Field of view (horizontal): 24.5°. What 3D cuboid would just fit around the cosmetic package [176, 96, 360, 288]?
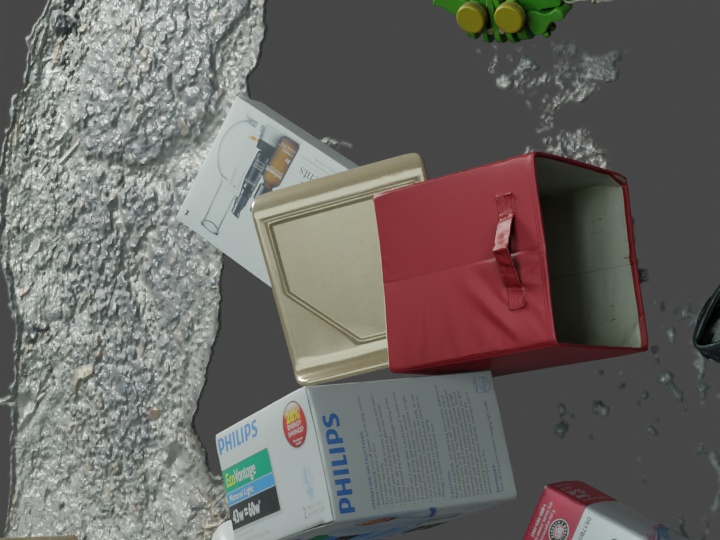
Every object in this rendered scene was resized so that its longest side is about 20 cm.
[{"bbox_3d":[-0.084,-0.070,1.745,0.200,0.052,0.151,34,105,29],"label":"cosmetic package"}]

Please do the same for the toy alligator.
[{"bbox_3d":[0.163,-0.247,1.614,0.199,0.059,0.054,5,129,31],"label":"toy alligator"}]

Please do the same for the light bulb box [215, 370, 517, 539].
[{"bbox_3d":[0.002,0.180,1.538,0.198,0.199,0.125,-33,65,55],"label":"light bulb box"}]

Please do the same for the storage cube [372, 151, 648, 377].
[{"bbox_3d":[0.135,0.001,1.519,0.179,0.200,0.172,-13,78,36],"label":"storage cube"}]

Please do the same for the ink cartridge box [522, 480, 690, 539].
[{"bbox_3d":[0.236,0.297,1.486,0.200,0.086,0.148,26,98,32],"label":"ink cartridge box"}]

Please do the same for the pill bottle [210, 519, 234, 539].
[{"bbox_3d":[-0.118,0.326,1.684,0.113,0.113,0.200,38,105,29],"label":"pill bottle"}]

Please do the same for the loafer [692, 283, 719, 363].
[{"bbox_3d":[0.365,0.001,1.447,0.068,0.070,0.201,46,108,26],"label":"loafer"}]

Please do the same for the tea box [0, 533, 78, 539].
[{"bbox_3d":[-0.354,0.425,1.806,0.197,0.133,0.200,47,108,26],"label":"tea box"}]

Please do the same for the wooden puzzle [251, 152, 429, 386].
[{"bbox_3d":[0.000,0.000,1.660,0.184,0.037,0.201,-14,88,14],"label":"wooden puzzle"}]
